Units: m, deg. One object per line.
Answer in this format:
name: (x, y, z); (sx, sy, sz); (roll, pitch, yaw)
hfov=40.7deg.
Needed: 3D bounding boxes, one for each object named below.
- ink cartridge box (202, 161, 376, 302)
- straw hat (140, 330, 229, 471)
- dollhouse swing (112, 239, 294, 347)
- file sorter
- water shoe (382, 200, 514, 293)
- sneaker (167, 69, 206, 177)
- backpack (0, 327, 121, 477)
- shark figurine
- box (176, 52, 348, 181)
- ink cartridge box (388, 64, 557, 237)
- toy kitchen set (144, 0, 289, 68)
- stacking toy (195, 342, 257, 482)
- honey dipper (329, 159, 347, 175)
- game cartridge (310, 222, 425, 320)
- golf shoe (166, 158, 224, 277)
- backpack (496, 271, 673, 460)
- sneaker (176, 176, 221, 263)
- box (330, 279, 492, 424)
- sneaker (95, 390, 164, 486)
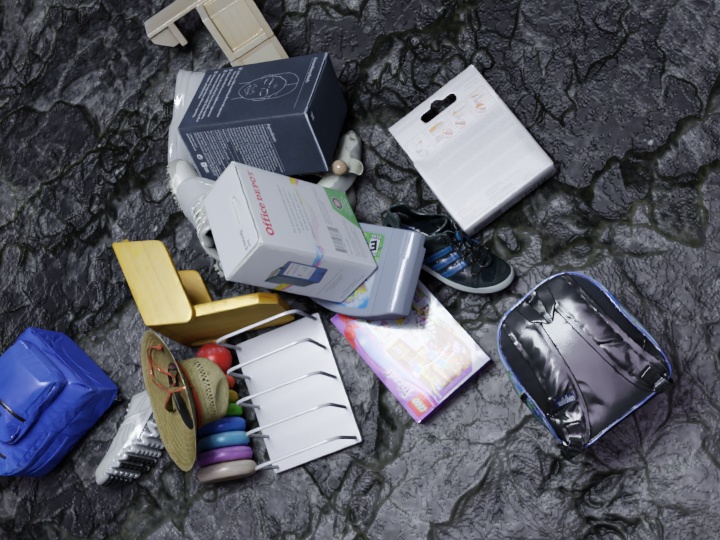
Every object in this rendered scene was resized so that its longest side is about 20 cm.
ink cartridge box: (-0.096, -0.050, 1.304); (0.088, 0.200, 0.145); (-44, 51, 30)
straw hat: (-0.229, 0.167, 1.342); (0.085, 0.201, 0.201); (-14, 73, -29)
dollhouse swing: (-0.217, 0.016, 1.390); (0.176, 0.200, 0.182); (-26, 75, 1)
file sorter: (-0.104, 0.169, 1.372); (0.139, 0.125, 0.200); (-22, 75, 9)
water shoe: (0.122, -0.031, 1.359); (0.200, 0.079, 0.072); (21, 53, 9)
sneaker: (-0.251, -0.213, 1.512); (0.088, 0.075, 0.200); (6, 84, -6)
backpack: (-0.500, 0.201, 1.444); (0.163, 0.168, 0.200); (42, 95, 24)
shark figurine: (-0.053, -0.104, 1.438); (0.214, 0.090, 0.128); (-42, 39, -5)
box: (-0.137, -0.219, 1.403); (0.200, 0.107, 0.148); (-4, 44, 20)
ink cartridge box: (0.161, -0.173, 1.412); (0.161, 0.050, 0.200); (-37, 70, 5)
toy kitchen set: (-0.218, -0.349, 1.523); (0.163, 0.180, 0.200); (-32, 34, 3)
stacking toy: (-0.206, 0.203, 1.412); (0.085, 0.085, 0.200); (-13, 76, 11)
honey dipper: (-0.096, -0.168, 1.436); (0.200, 0.038, 0.038); (20, 85, 41)
game cartridge: (0.000, 0.000, 1.363); (0.200, 0.040, 0.133); (11, 89, 46)
golf shoe: (-0.207, -0.092, 1.450); (0.097, 0.078, 0.200); (-30, 96, 20)
backpack: (0.281, 0.113, 1.274); (0.183, 0.147, 0.200); (-39, 77, 5)
sneaker: (-0.198, -0.066, 1.352); (0.200, 0.099, 0.078); (44, 103, 23)
box: (0.071, 0.099, 1.384); (0.137, 0.039, 0.200); (-42, 73, 3)
sneaker: (-0.326, 0.236, 1.449); (0.081, 0.075, 0.200); (40, 88, 30)
